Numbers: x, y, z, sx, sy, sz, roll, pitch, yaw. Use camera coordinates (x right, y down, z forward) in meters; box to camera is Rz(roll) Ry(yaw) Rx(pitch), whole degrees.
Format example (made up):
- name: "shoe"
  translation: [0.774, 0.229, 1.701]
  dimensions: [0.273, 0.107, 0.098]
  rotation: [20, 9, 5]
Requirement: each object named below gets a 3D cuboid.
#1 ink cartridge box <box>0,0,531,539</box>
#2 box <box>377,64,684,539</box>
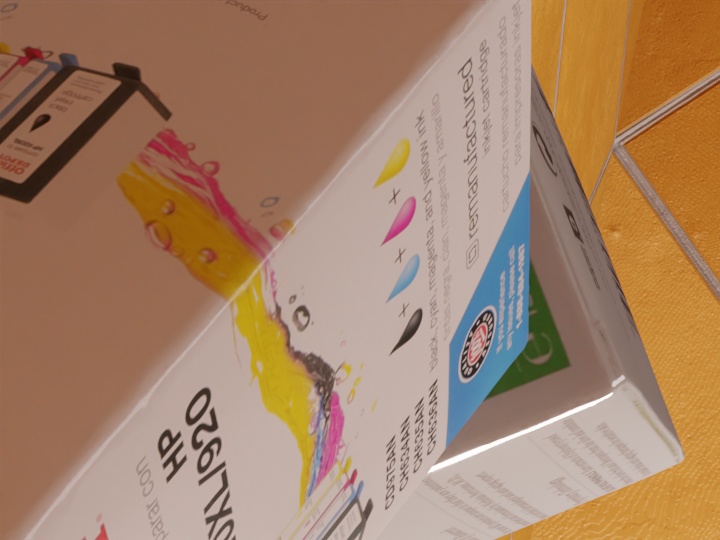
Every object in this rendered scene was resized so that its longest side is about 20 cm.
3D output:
- name: "ink cartridge box"
  translation: [-0.069, 0.011, 0.598]
  dimensions: [0.200, 0.144, 0.147]
  rotation: [-50, 153, -33]
- name: "box"
  translation: [0.000, 0.000, 0.934]
  dimensions: [0.200, 0.171, 0.200]
  rotation: [41, 28, -72]
